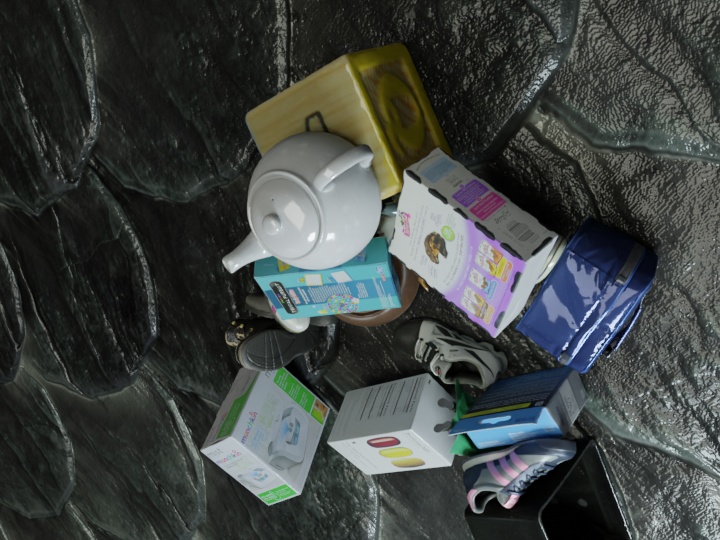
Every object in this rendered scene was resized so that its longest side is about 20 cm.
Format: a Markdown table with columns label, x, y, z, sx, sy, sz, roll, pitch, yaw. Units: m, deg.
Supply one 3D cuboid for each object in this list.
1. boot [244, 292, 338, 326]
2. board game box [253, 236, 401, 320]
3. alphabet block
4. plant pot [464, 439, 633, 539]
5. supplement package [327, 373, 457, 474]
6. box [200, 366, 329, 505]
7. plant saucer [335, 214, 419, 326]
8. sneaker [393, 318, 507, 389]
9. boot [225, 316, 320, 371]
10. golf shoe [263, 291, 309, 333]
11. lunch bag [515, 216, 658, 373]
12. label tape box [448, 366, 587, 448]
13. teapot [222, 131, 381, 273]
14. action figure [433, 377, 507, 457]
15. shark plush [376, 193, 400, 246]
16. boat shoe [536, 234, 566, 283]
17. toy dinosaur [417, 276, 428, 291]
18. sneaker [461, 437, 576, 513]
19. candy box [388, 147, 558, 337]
| label | x | y | z | sx | sy | sz | roll | pitch | yaw |
| --- | --- | --- | --- | --- | --- | --- | --- | --- | --- |
| boot | -0.121 | 0.021 | 1.300 | 0.199 | 0.068 | 0.132 | 7 | 103 | 26 |
| board game box | -0.045 | 0.015 | 1.102 | 0.198 | 0.047 | 0.151 | -6 | 151 | 8 |
| alphabet block | -0.013 | -0.196 | 1.058 | 0.199 | 0.195 | 0.197 | -20 | 101 | 34 |
| plant pot | 0.287 | 0.407 | 1.138 | 0.177 | 0.200 | 0.201 | -15 | 102 | 45 |
| supplement package | 0.061 | 0.265 | 1.218 | 0.199 | 0.110 | 0.114 | -22 | 124 | 43 |
| box | -0.171 | 0.290 | 1.317 | 0.096 | 0.201 | 0.177 | -29 | 114 | 34 |
| plant saucer | 0.000 | 0.000 | 1.197 | 0.199 | 0.034 | 0.202 | 4 | 103 | 18 |
| sneaker | 0.133 | 0.138 | 1.174 | 0.199 | 0.088 | 0.075 | 15 | 118 | 26 |
| boot | -0.186 | 0.127 | 1.296 | 0.150 | 0.200 | 0.074 | 1 | 103 | 36 |
| golf shoe | -0.123 | 0.006 | 1.212 | 0.092 | 0.072 | 0.201 | -24 | 80 | 54 |
| lunch bag | 0.318 | 0.044 | 0.994 | 0.132 | 0.136 | 0.201 | 33 | 122 | 15 |
| label tape box | 0.239 | 0.217 | 1.071 | 0.143 | 0.200 | 0.066 | -19 | 96 | 35 |
| teapot | -0.075 | -0.083 | 0.936 | 0.196 | 0.146 | 0.201 | 15 | 116 | 24 |
| action figure | 0.188 | 0.267 | 1.159 | 0.054 | 0.119 | 0.200 | -7 | 147 | 39 |
| shark plush | 0.118 | -0.088 | 1.115 | 0.199 | 0.091 | 0.084 | -13 | 105 | 7 |
| boat shoe | 0.222 | -0.026 | 1.001 | 0.062 | 0.200 | 0.075 | 32 | 86 | -10 |
| toy dinosaur | 0.118 | -0.033 | 1.103 | 0.106 | 0.060 | 0.200 | -40 | 118 | 9 |
| sneaker | 0.234 | 0.301 | 1.046 | 0.070 | 0.083 | 0.200 | 22 | 142 | -32 |
| candy box | 0.139 | -0.036 | 0.946 | 0.200 | 0.071 | 0.168 | 41 | 149 | 22 |
